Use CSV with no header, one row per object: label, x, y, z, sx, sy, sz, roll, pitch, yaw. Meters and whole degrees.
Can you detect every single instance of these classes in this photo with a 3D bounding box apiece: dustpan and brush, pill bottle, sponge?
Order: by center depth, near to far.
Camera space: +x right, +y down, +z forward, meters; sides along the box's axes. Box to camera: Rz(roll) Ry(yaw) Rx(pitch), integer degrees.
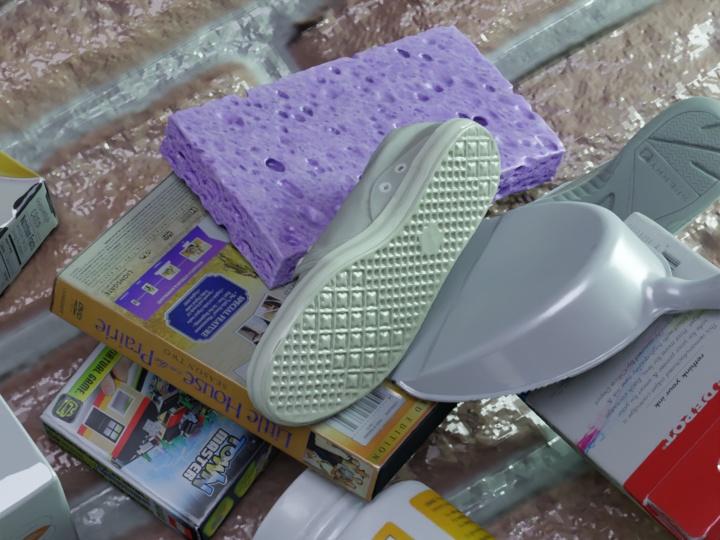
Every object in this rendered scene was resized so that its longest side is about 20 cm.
dustpan and brush,0.125,0.011,1.465,0.199,0.057,0.140,-18,29,38
pill bottle,0.040,0.182,1.479,0.200,0.109,0.109,37,73,16
sponge,0.003,-0.065,1.577,0.199,0.030,0.112,-21,56,-34

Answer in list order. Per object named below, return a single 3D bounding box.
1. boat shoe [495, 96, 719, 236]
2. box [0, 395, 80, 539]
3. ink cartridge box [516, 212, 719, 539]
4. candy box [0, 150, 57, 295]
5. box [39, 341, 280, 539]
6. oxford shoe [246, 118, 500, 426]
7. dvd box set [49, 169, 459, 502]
boat shoe,0.124,-0.017,1.592,0.202,0.065,0.074,-40,81,-9
box,-0.214,0.132,1.456,0.124,0.200,0.098,-33,70,-13
ink cartridge box,0.167,0.065,1.468,0.116,0.067,0.200,-47,36,-1
candy box,-0.277,0.002,1.588,0.136,0.061,0.200,32,71,14
box,-0.068,0.038,1.581,0.110,0.035,0.200,33,72,15
oxford shoe,0.000,0.000,1.478,0.058,0.075,0.200,8,51,40
dvd box set,-0.039,0.023,1.519,0.199,0.029,0.146,29,44,15
